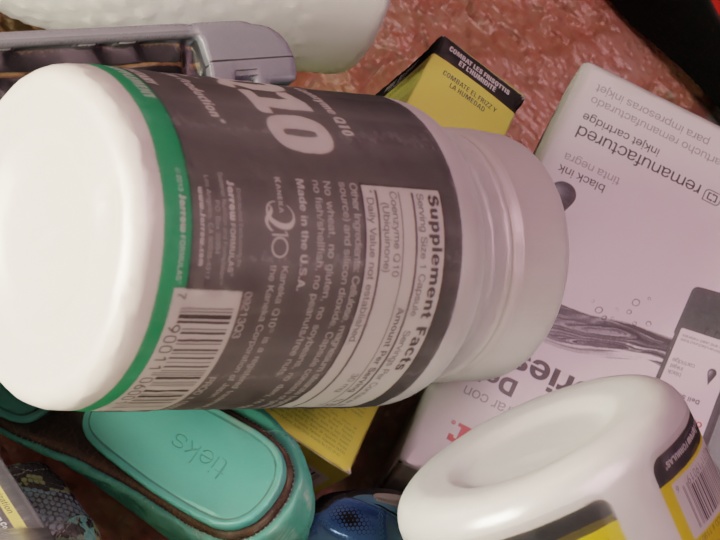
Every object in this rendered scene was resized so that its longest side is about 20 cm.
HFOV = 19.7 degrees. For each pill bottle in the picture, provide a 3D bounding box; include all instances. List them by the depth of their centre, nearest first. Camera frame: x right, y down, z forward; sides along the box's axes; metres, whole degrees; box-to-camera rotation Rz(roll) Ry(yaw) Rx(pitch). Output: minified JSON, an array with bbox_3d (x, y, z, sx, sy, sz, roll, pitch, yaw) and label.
[{"bbox_3d":[-0.029,-0.008,0.725,0.199,0.113,0.114,2,69,-41],"label":"pill bottle"},{"bbox_3d":[0.100,0.147,0.740,0.112,0.112,0.201,-31,101,-34],"label":"pill bottle"}]

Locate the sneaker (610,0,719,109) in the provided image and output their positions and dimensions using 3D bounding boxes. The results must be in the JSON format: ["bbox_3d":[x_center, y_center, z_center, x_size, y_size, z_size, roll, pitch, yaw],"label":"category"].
[{"bbox_3d":[0.191,-0.150,1.029,0.202,0.067,0.108,49,55,-7],"label":"sneaker"}]

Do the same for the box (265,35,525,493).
[{"bbox_3d":[0.000,0.000,0.859,0.050,0.075,0.200,35,57,-12],"label":"box"}]

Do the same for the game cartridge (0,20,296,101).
[{"bbox_3d":[-0.139,-0.050,0.766,0.199,0.133,0.042,-8,82,-35],"label":"game cartridge"}]

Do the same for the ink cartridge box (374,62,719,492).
[{"bbox_3d":[0.111,0.039,0.865,0.145,0.084,0.201,26,67,1],"label":"ink cartridge box"}]

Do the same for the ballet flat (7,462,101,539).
[{"bbox_3d":[-0.191,0.100,0.729,0.199,0.074,0.075,0,70,-30],"label":"ballet flat"}]

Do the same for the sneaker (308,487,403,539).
[{"bbox_3d":[0.033,0.177,0.805,0.090,0.078,0.201,-29,85,-30],"label":"sneaker"}]

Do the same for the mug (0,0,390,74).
[{"bbox_3d":[-0.091,-0.176,0.853,0.174,0.148,0.200,3,39,-20],"label":"mug"}]

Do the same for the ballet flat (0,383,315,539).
[{"bbox_3d":[-0.096,0.053,0.780,0.200,0.070,0.067,33,72,27],"label":"ballet flat"}]

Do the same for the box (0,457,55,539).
[{"bbox_3d":[-0.210,0.062,0.671,0.161,0.049,0.200,-13,39,-31],"label":"box"}]
